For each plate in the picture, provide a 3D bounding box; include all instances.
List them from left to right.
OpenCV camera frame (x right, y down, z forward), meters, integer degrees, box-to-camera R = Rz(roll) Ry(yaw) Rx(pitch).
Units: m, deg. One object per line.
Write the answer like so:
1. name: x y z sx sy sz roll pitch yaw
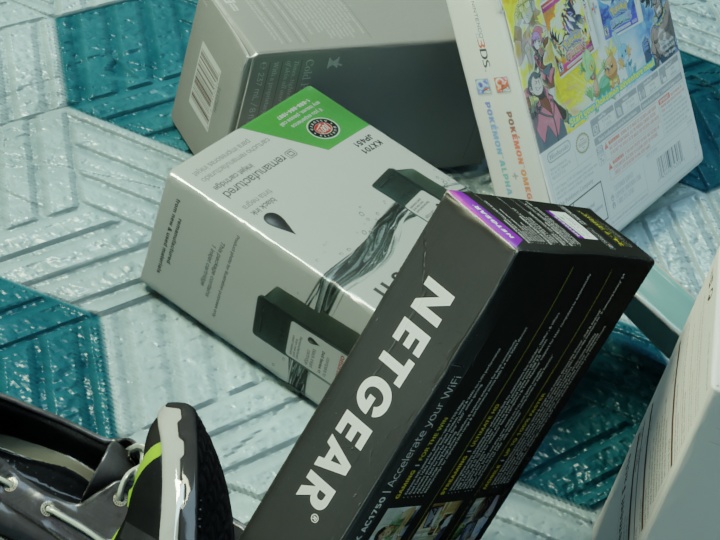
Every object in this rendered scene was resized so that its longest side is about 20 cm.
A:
1. plate: 0.180 0.034 1.187 0.200 0.026 0.200 45 1 -1

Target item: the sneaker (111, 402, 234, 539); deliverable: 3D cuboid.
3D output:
1. sneaker: -0.105 0.148 0.959 0.082 0.072 0.202 -6 54 10

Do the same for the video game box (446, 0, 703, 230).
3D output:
1. video game box: 0.139 -0.118 1.350 0.046 0.184 0.200 1 23 36

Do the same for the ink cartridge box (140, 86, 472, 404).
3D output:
1. ink cartridge box: 0.000 0.000 1.210 0.199 0.084 0.146 34 39 17

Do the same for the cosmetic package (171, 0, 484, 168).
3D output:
1. cosmetic package: -0.008 -0.121 1.343 0.198 0.108 0.090 -7 42 -27

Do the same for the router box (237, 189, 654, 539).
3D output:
1. router box: 0.043 0.061 1.018 0.051 0.201 0.149 39 17 27

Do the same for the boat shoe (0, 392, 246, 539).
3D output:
1. boat shoe: -0.123 0.112 1.031 0.198 0.063 0.073 21 34 1

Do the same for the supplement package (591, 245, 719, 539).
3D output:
1. supplement package: 0.195 0.113 1.052 0.120 0.201 0.120 17 36 -1
